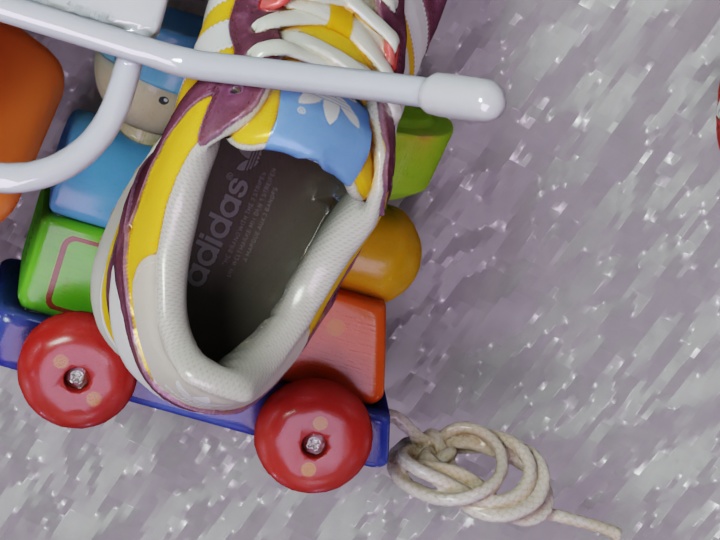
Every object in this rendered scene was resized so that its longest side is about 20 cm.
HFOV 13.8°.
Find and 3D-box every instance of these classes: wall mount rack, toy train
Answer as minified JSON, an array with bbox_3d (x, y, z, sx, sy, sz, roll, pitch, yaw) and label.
[{"bbox_3d":[-0.039,-0.111,0.728,0.173,0.075,0.200,16,80,-5],"label":"wall mount rack"},{"bbox_3d":[0.000,0.000,0.868,0.200,0.085,0.116,16,108,-9],"label":"toy train"}]

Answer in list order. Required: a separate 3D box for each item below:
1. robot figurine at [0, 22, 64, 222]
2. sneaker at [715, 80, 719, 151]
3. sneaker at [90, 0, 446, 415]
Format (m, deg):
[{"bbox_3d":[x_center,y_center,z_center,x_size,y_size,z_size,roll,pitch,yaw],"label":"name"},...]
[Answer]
[{"bbox_3d":[-0.178,-0.076,0.803,0.200,0.144,0.117,33,83,-16],"label":"robot figurine"},{"bbox_3d":[0.196,-0.072,0.798,0.115,0.078,0.200,23,147,-23],"label":"sneaker"},{"bbox_3d":[-0.010,-0.058,0.779,0.075,0.090,0.200,16,93,-17],"label":"sneaker"}]
